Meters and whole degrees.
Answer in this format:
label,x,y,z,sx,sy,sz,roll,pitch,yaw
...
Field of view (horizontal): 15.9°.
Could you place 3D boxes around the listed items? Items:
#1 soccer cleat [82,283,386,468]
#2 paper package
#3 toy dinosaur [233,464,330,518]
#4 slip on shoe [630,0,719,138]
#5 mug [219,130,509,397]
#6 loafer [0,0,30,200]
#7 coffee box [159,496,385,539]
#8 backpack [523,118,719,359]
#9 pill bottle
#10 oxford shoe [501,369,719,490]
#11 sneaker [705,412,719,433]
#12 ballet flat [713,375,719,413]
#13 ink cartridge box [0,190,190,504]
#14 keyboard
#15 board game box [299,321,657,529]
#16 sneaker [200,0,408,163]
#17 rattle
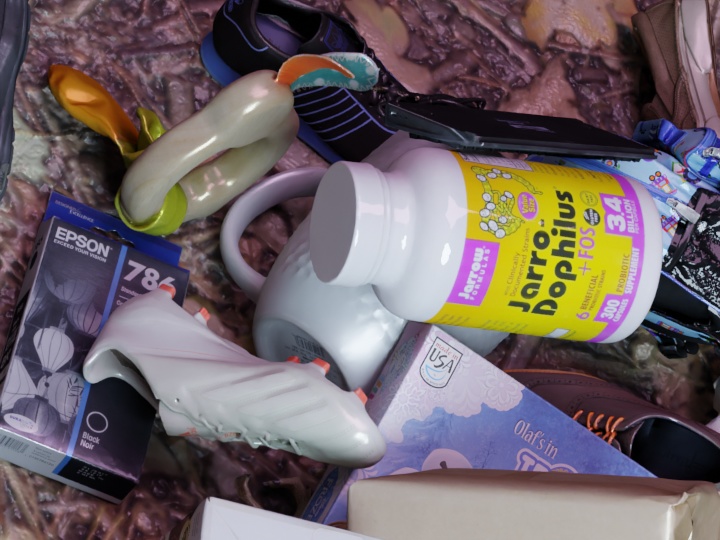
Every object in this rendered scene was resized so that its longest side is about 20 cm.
label,x,y,z,sx,sy,sz,roll,pitch,yaw
soccer cleat,-0.075,0.078,1.537,0.199,0.070,0.078,26,58,27
paper package,0.097,0.210,1.458,0.103,0.199,0.192,2,90,-66
toy dinosaur,-0.030,0.175,1.602,0.199,0.058,0.102,-3,78,-24
slip on shoe,0.241,-0.113,1.924,0.060,0.076,0.201,-9,69,10
mug,0.000,0.000,1.671,0.199,0.148,0.175,32,56,25
loafer,-0.254,-0.125,1.634,0.070,0.068,0.202,20,57,-29
coffee box,-0.078,0.207,1.447,0.112,0.200,0.080,16,58,-22
backpack,0.192,-0.036,1.764,0.199,0.183,0.135,29,85,-7
pill bottle,0.074,-0.017,1.551,0.199,0.104,0.105,7,59,-23
oxford shoe,0.161,0.103,1.690,0.199,0.073,0.072,15,79,15
sneaker,0.278,0.187,1.717,0.115,0.074,0.200,-38,82,3
ballet flat,0.283,0.107,1.789,0.073,0.073,0.201,-12,87,-35
ink cartridge box,-0.166,0.038,1.606,0.099,0.039,0.201,22,53,-16
keyboard,0.086,-0.089,1.622,0.127,0.021,0.199,25,15,39
board game box,0.065,0.168,1.581,0.199,0.043,0.200,33,78,-20
sneaker,-0.011,-0.126,1.769,0.199,0.078,0.070,28,51,-12
rattle,-0.094,-0.124,1.640,0.130,0.200,0.144,2,55,-37
